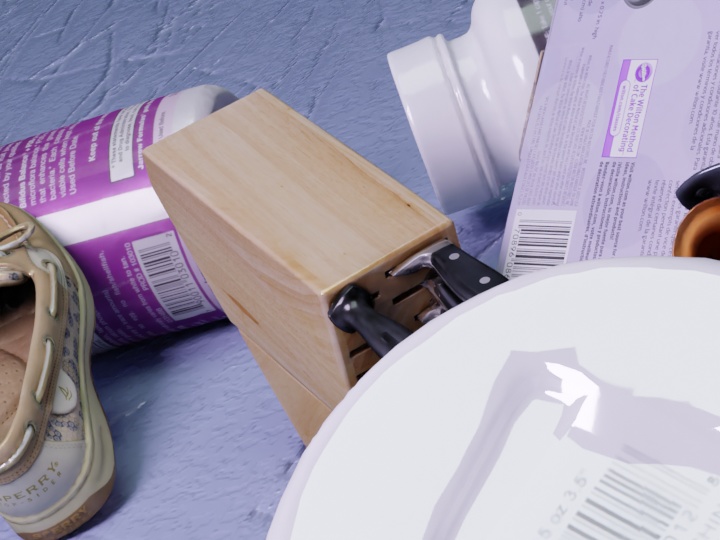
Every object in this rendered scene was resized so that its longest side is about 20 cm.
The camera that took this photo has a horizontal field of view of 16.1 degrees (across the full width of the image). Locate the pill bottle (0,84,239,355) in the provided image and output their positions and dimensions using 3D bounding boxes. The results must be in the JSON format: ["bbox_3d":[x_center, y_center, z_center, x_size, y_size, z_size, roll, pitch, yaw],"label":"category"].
[{"bbox_3d":[-0.143,-0.013,1.253,0.199,0.113,0.112,-15,20,16],"label":"pill bottle"}]

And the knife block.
[{"bbox_3d":[0.000,0.000,0.991,0.064,0.201,0.176,-28,-9,-20],"label":"knife block"}]

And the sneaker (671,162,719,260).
[{"bbox_3d":[0.131,0.007,0.832,0.111,0.078,0.200,2,-34,-36],"label":"sneaker"}]

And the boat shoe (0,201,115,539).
[{"bbox_3d":[-0.157,0.029,1.123,0.073,0.063,0.200,-33,44,5],"label":"boat shoe"}]

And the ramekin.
[{"bbox_3d":[0.070,0.093,0.637,0.199,0.098,0.202,-11,55,16],"label":"ramekin"}]

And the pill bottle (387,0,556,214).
[{"bbox_3d":[0.119,-0.098,1.207,0.199,0.112,0.112,-20,19,3],"label":"pill bottle"}]

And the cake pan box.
[{"bbox_3d":[0.147,-0.052,0.969,0.183,0.052,0.202,1,73,43],"label":"cake pan box"}]
